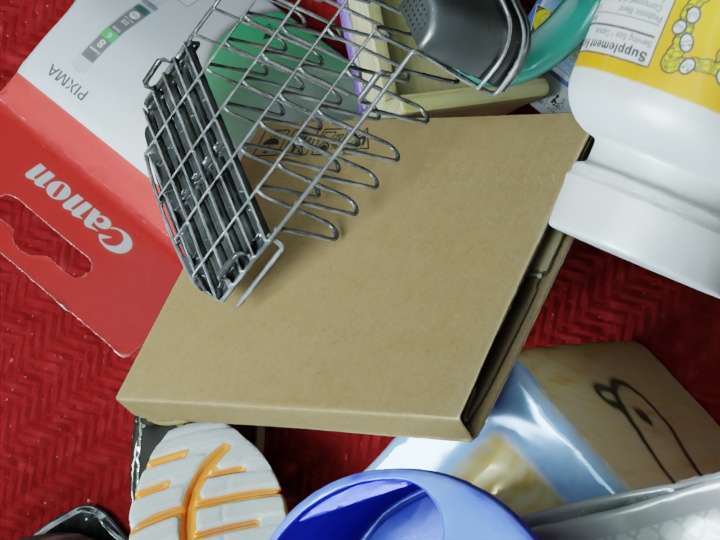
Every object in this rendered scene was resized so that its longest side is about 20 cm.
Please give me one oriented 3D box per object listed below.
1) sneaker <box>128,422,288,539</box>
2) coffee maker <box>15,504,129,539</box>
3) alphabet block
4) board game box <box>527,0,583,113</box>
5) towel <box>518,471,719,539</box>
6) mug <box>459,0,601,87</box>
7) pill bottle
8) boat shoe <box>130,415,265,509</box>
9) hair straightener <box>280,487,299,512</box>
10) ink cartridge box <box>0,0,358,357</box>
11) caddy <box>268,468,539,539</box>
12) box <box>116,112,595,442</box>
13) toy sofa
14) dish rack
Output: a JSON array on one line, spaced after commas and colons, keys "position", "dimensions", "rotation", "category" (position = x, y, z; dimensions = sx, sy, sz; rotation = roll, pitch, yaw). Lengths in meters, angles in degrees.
[{"position": [-0.064, 0.171, 1.293], "dimensions": [0.078, 0.077, 0.200], "rotation": [-11, 71, -1], "category": "sneaker"}, {"position": [-0.154, 0.206, 1.307], "dimensions": [0.192, 0.200, 0.135], "rotation": [23, 99, 22], "category": "coffee maker"}, {"position": [0.090, 0.163, 1.202], "dimensions": [0.196, 0.200, 0.195], "rotation": [-45, 74, 17], "category": "alphabet block"}, {"position": [0.154, -0.102, 1.213], "dimensions": [0.136, 0.034, 0.200], "rotation": [-60, 38, 11], "category": "board game box"}, {"position": [0.107, 0.185, 1.070], "dimensions": [0.200, 0.032, 0.191], "rotation": [-16, 84, 23], "category": "towel"}, {"position": [0.093, -0.190, 1.198], "dimensions": [0.185, 0.114, 0.152], "rotation": [-56, 40, 45], "category": "mug"}, {"position": [0.152, -0.095, 1.089], "dimensions": [0.113, 0.113, 0.200], "rotation": [23, 91, 22], "category": "pill bottle"}, {"position": [-0.082, 0.051, 1.352], "dimensions": [0.072, 0.061, 0.202], "rotation": [18, 97, 23], "category": "boat shoe"}, {"position": [-0.026, 0.214, 1.341], "dimensions": [0.077, 0.041, 0.200], "rotation": [-29, 84, 12], "category": "hair straightener"}, {"position": [-0.099, -0.067, 1.296], "dimensions": [0.161, 0.200, 0.050], "rotation": [38, 139, 19], "category": "ink cartridge box"}, {"position": [0.010, 0.170, 1.038], "dimensions": [0.141, 0.105, 0.200], "rotation": [35, 104, 20], "category": "caddy"}, {"position": [0.000, 0.000, 1.171], "dimensions": [0.200, 0.021, 0.164], "rotation": [1, 54, 40], "category": "box"}, {"position": [0.015, -0.160, 1.277], "dimensions": [0.098, 0.083, 0.201], "rotation": [-21, 80, 62], "category": "toy sofa"}, {"position": [-0.022, -0.085, 1.180], "dimensions": [0.200, 0.054, 0.154], "rotation": [-50, 42, 29], "category": "dish rack"}]
